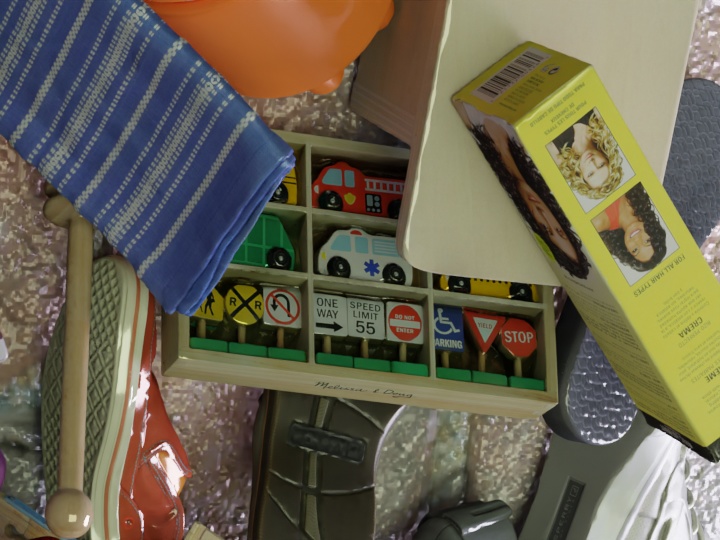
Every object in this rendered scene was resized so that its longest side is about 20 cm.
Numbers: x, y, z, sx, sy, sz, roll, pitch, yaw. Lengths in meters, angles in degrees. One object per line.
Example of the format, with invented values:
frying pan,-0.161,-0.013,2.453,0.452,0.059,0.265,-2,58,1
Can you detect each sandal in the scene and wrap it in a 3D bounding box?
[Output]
sandal,0.132,-0.011,1.435,0.076,0.043,0.201,36,73,-37
sandal,-0.017,0.078,1.385,0.081,0.055,0.201,18,65,-18

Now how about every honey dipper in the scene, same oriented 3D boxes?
honey dipper,-0.129,0.025,1.307,0.038,0.038,0.201,8,66,-22

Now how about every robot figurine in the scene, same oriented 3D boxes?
robot figurine,-0.057,-0.151,1.278,0.143,0.117,0.200,-17,152,18

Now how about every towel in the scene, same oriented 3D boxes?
towel,-0.123,-0.079,1.249,0.200,0.145,0.024,43,55,3

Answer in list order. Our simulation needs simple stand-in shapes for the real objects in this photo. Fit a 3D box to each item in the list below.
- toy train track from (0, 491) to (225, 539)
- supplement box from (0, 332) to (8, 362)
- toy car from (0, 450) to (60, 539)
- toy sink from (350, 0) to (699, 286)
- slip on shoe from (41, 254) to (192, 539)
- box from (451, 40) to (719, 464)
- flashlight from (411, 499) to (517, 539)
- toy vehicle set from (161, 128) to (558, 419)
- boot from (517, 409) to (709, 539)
toy train track,-0.131,0.151,1.331,0.199,0.032,0.115,33,111,17
supplement box,-0.222,-0.055,1.270,0.061,0.109,0.201,-20,111,-14
toy car,-0.206,0.140,1.268,0.150,0.175,0.200,-44,105,-27
toy sink,0.076,-0.104,1.366,0.129,0.112,0.201,5,102,-21
slip on shoe,-0.114,0.087,1.373,0.061,0.074,0.201,-10,111,-32
box,0.120,-0.008,1.308,0.050,0.075,0.201,-38,112,-9
flashlight,-0.007,0.158,1.406,0.199,0.068,0.068,-15,88,-34
toy vehicle set,0.000,0.000,1.376,0.199,0.027,0.125,7,66,-23
boot,0.147,0.119,1.485,0.095,0.073,0.201,20,98,-38
